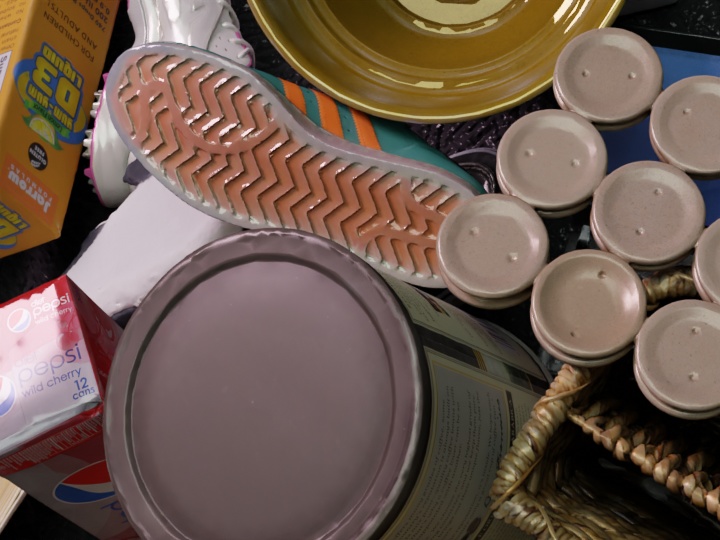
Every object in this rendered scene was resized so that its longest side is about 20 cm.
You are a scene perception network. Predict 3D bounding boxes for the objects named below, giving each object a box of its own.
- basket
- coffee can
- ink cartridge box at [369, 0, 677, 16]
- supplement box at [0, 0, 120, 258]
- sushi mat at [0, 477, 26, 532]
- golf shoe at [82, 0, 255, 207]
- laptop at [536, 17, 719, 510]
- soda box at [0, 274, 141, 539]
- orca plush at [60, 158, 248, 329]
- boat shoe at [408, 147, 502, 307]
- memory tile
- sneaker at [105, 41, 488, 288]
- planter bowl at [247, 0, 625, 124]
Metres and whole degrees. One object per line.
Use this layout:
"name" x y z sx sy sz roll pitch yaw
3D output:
"basket" 0.182 0.083 0.776 0.199 0.149 0.144 32 103 20
"coffee can" -0.002 0.074 0.815 0.145 0.200 0.148 -5 76 24
"ink cartridge box" 0.060 -0.202 0.989 0.198 0.084 0.147 -12 67 10
"supplement box" -0.186 -0.107 1.001 0.068 0.067 0.202 -13 53 32
"sushi mat" -0.216 0.165 0.924 0.012 0.096 0.201 34 78 -15
"golf shoe" -0.092 -0.126 1.016 0.091 0.075 0.202 9 79 9
"laptop" 0.170 0.003 0.864 0.176 0.103 0.202 11 72 20
"soda box" -0.121 0.077 0.862 0.063 0.200 0.071 -23 65 4
"orca plush" -0.102 0.010 0.956 0.200 0.071 0.105 -51 44 8
"boat shoe" 0.000 0.000 0.931 0.199 0.071 0.072 -37 64 -2
"memory tile" 0.146 -0.012 0.782 0.199 0.017 0.154 29 71 17
"sneaker" -0.027 -0.053 0.876 0.199 0.080 0.072 26 104 1
"planter bowl" 0.041 -0.169 0.887 0.198 0.083 0.203 0 89 10
